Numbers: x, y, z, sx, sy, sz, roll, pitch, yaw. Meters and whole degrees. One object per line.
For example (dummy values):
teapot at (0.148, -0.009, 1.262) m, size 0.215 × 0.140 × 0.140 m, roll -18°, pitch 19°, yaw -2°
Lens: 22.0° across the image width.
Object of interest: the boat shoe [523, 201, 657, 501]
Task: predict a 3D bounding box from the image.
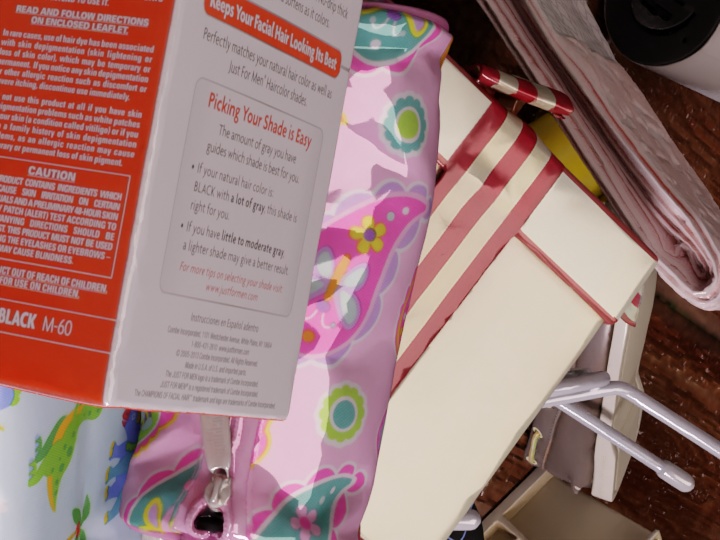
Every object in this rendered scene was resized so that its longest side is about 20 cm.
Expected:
boat shoe at (0.121, 0.041, 0.995) m, size 0.201 × 0.059 × 0.072 m, roll 89°, pitch 25°, yaw -43°

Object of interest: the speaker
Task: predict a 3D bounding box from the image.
speaker at (0.221, -0.126, 1.026) m, size 0.200 × 0.081 × 0.082 m, roll 15°, pitch 98°, yaw -46°

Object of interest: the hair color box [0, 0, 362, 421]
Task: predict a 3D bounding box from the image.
hair color box at (-0.052, -0.062, 0.536) m, size 0.111 × 0.064 × 0.201 m, roll 16°, pitch 85°, yaw -66°

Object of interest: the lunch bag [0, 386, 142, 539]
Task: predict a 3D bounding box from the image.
lunch bag at (-0.175, 0.028, 0.635) m, size 0.127 × 0.199 × 0.171 m, roll -42°, pitch 141°, yaw -61°

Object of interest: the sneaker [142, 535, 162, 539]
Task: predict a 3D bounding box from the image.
sneaker at (-0.099, 0.081, 0.752) m, size 0.082 × 0.200 × 0.077 m, roll -42°, pitch 105°, yaw -38°

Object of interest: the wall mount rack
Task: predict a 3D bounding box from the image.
wall mount rack at (0.098, 0.085, 0.905) m, size 0.173 × 0.200 × 0.075 m, roll -7°, pitch 87°, yaw -12°

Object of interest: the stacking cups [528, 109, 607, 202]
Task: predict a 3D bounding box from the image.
stacking cups at (0.035, -0.017, 0.921) m, size 0.200 × 0.060 × 0.061 m, roll -30°, pitch 127°, yaw -25°

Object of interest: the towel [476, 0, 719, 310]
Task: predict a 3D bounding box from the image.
towel at (0.121, -0.064, 0.847) m, size 0.032 × 0.191 × 0.200 m, roll -35°, pitch 169°, yaw 14°

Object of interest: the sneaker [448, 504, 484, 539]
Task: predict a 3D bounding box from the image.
sneaker at (-0.011, 0.179, 0.955) m, size 0.200 × 0.070 × 0.078 m, roll -43°, pitch 130°, yaw -31°

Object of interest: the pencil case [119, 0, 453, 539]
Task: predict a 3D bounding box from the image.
pencil case at (-0.025, 0.004, 0.623) m, size 0.087 × 0.087 × 0.201 m, roll 14°, pitch 88°, yaw -46°

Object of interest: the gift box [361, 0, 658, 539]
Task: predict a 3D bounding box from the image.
gift box at (0.000, 0.000, 0.775) m, size 0.200 × 0.184 × 0.187 m, roll 41°, pitch 80°, yaw -26°

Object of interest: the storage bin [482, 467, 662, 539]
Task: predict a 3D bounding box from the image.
storage bin at (0.098, 0.256, 1.075) m, size 0.198 × 0.094 × 0.201 m, roll -40°, pitch 132°, yaw -23°
